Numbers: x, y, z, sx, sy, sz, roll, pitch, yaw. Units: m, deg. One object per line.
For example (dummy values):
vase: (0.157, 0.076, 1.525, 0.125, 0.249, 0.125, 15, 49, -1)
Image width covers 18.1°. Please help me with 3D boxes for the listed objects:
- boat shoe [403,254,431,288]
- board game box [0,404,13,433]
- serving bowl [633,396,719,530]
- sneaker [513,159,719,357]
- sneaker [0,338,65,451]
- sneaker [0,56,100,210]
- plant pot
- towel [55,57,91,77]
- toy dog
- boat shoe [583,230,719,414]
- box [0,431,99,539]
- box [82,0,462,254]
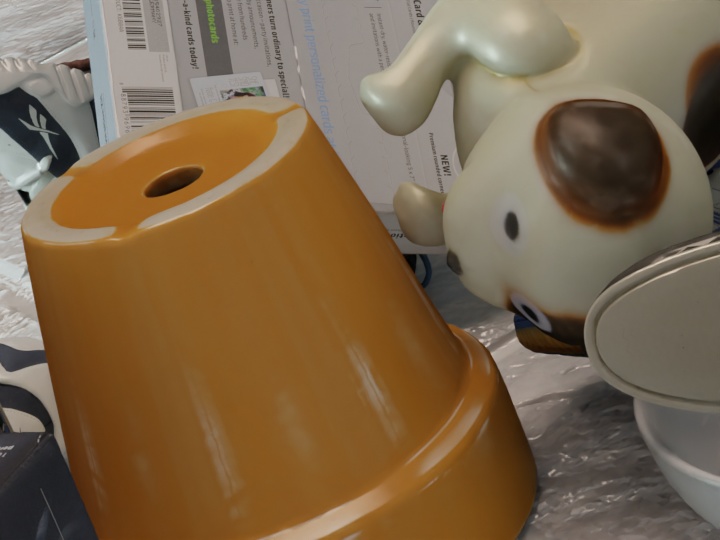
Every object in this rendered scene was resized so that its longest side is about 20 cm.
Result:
boat shoe: (0.000, 0.000, 1.131, 0.068, 0.084, 0.201, -2, 45, 23)
board game box: (-0.167, 0.096, 0.883, 0.056, 0.201, 0.196, -22, 22, -1)
serving bowl: (0.205, 0.050, 0.836, 0.199, 0.066, 0.200, -18, 23, 8)
sneaker: (0.159, -0.016, 0.971, 0.198, 0.089, 0.075, -13, -5, 7)
sneaker: (-0.246, 0.090, 1.096, 0.198, 0.080, 0.130, 1, 22, 23)
sneaker: (-0.142, -0.020, 1.150, 0.079, 0.198, 0.131, -12, 61, 43)
plant pot: (-0.048, 0.038, 0.929, 0.199, 0.184, 0.200, -18, 23, 8)
towel: (-0.102, -0.067, 1.227, 0.146, 0.200, 0.022, -4, 66, 33)
toy dog: (0.097, -0.050, 0.903, 0.192, 0.140, 0.201, 9, 41, 10)
boat shoe: (0.178, 0.006, 0.802, 0.198, 0.067, 0.057, -13, 8, 8)
box: (-0.141, 0.182, 0.674, 0.103, 0.201, 0.182, -4, 29, 32)
box: (-0.029, -0.084, 1.097, 0.198, 0.041, 0.157, -1, 60, -18)
